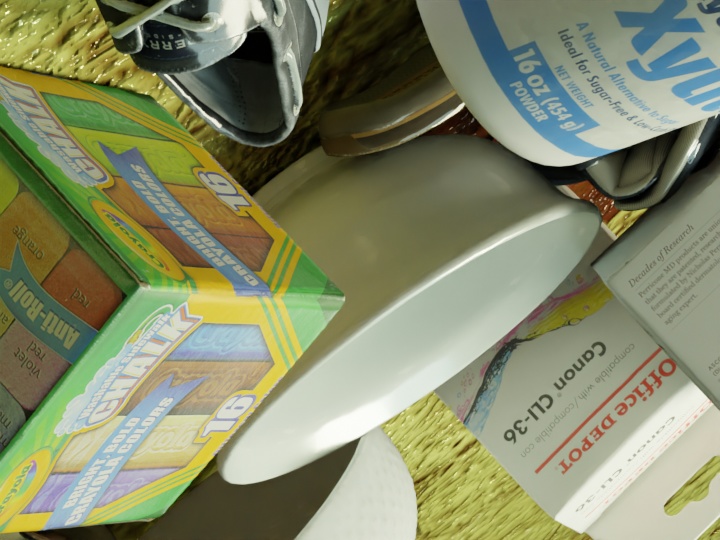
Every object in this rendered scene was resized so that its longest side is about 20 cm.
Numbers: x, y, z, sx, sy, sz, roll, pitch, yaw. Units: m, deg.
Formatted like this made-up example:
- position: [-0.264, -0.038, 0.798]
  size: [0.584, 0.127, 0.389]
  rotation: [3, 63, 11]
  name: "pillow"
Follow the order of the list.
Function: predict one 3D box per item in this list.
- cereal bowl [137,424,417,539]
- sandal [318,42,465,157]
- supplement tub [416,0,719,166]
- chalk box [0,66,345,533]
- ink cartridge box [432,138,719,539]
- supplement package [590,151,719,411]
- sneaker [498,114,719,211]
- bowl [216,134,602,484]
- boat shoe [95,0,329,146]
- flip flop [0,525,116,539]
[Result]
- position: [-0.048, 0.159, 1.382]
  size: [0.200, 0.083, 0.200]
  rotation: [-37, -167, 10]
  name: "cereal bowl"
- position: [0.058, -0.114, 1.222]
  size: [0.200, 0.055, 0.082]
  rotation: [-32, -170, -17]
  name: "sandal"
- position: [0.129, -0.125, 1.013]
  size: [0.199, 0.133, 0.132]
  rotation: [-19, 175, 34]
  name: "supplement tub"
- position: [-0.122, 0.010, 1.029]
  size: [0.124, 0.124, 0.200]
  rotation: [-49, 160, 15]
  name: "chalk box"
- position: [0.103, 0.044, 1.404]
  size: [0.116, 0.200, 0.067]
  rotation: [-45, 160, 5]
  name: "ink cartridge box"
- position: [0.211, -0.028, 1.268]
  size: [0.200, 0.111, 0.156]
  rotation: [-43, -179, 3]
  name: "supplement package"
- position: [0.106, -0.070, 1.279]
  size: [0.202, 0.077, 0.146]
  rotation: [-31, -172, 45]
  name: "sneaker"
- position: [0.000, 0.000, 1.263]
  size: [0.201, 0.091, 0.201]
  rotation: [-33, 167, -8]
  name: "bowl"
- position: [-0.060, -0.100, 0.963]
  size: [0.200, 0.071, 0.068]
  rotation: [57, 37, -65]
  name: "boat shoe"
- position: [-0.155, 0.139, 1.312]
  size: [0.081, 0.058, 0.200]
  rotation: [-42, 160, -3]
  name: "flip flop"
